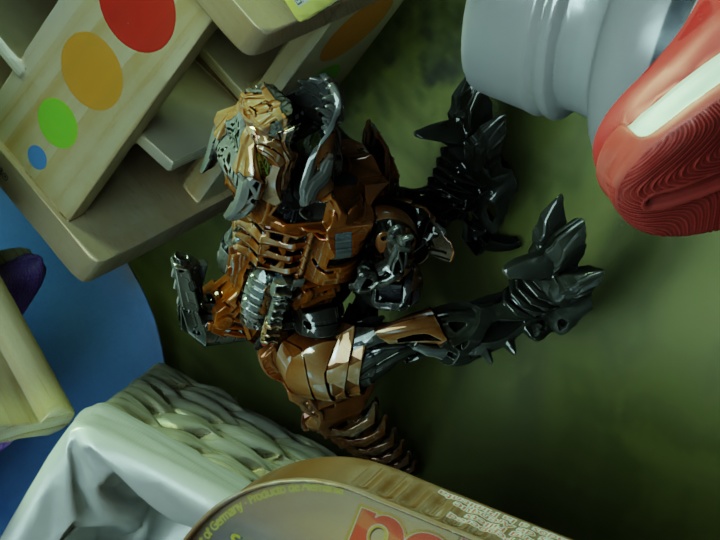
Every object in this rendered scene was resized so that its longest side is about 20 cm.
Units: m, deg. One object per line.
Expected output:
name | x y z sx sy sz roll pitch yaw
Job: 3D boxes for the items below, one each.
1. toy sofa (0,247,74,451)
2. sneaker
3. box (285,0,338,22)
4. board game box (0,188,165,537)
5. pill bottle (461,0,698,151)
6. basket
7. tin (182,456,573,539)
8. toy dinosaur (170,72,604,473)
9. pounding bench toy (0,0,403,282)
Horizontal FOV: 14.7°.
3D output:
toy sofa | -0.177 0.080 1.004 0.200 0.097 0.083 -50 59 34
sneaker | 0.128 -0.099 0.842 0.199 0.079 0.116 -33 57 -16
box | 0.056 -0.154 0.882 0.200 0.075 0.050 -35 95 -20
board game box | -0.170 0.039 1.100 0.199 0.039 0.158 -30 104 15
pill bottle | 0.141 -0.068 0.922 0.199 0.119 0.120 22 104 19
basket | -0.034 0.136 0.992 0.199 0.123 0.136 30 106 -1
tin | 0.033 0.129 0.878 0.199 0.042 0.113 22 114 15
toy dinosaur | 0.000 0.000 0.973 0.135 0.200 0.103 -23 71 -10
pounding bench toy | -0.086 -0.134 0.977 0.200 0.124 0.156 49 132 11
